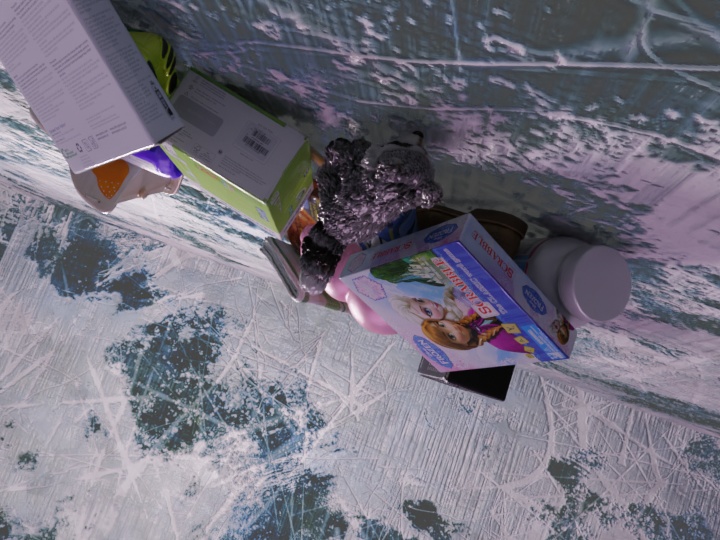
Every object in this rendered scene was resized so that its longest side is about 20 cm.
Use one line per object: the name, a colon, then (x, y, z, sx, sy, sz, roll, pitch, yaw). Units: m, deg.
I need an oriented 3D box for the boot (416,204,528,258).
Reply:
boot: (0.115, -0.037, 0.828, 0.073, 0.076, 0.200, 28, 170, -35)

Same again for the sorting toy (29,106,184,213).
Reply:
sorting toy: (-0.355, -0.181, 0.910, 0.180, 0.107, 0.200, 32, -164, 0)

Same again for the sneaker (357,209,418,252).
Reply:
sneaker: (0.037, -0.058, 0.778, 0.082, 0.074, 0.200, -18, 136, 31)

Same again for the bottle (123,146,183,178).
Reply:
bottle: (-0.301, -0.186, 0.809, 0.199, 0.084, 0.065, 23, 152, 5)

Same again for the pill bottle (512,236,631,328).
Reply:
pill bottle: (0.223, 0.015, 0.789, 0.108, 0.109, 0.200, 23, 172, -20)

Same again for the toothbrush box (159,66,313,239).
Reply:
toothbrush box: (-0.137, -0.123, 0.746, 0.145, 0.086, 0.200, 32, 171, 3)

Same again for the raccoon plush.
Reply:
raccoon plush: (0.012, -0.045, 0.646, 0.096, 0.201, 0.134, 5, -161, -24)

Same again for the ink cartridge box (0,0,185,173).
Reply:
ink cartridge box: (-0.268, -0.193, 0.587, 0.199, 0.041, 0.201, 0, 126, 47)

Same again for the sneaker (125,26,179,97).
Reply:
sneaker: (-0.234, -0.194, 0.674, 0.083, 0.074, 0.200, 29, 160, -5)

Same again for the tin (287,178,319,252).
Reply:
tin: (-0.059, -0.070, 0.993, 0.112, 0.042, 0.200, 22, 155, 13)

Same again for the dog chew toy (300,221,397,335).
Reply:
dog chew toy: (0.000, 0.000, 0.905, 0.200, 0.125, 0.125, 34, 176, 14)

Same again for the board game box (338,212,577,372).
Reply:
board game box: (0.106, 0.038, 0.746, 0.200, 0.041, 0.199, 43, 146, -22)

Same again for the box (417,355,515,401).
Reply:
box: (0.213, 0.127, 1.232, 0.123, 0.201, 0.197, 20, 172, -9)

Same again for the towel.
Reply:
towel: (-0.071, 0.022, 1.100, 0.200, 0.031, 0.149, 23, -154, -50)

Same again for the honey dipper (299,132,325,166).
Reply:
honey dipper: (-0.021, -0.114, 0.808, 0.038, 0.038, 0.200, 13, 165, 40)

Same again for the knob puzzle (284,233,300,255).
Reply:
knob puzzle: (-0.040, -0.015, 1.159, 0.219, 0.030, 0.220, 39, -164, -13)
